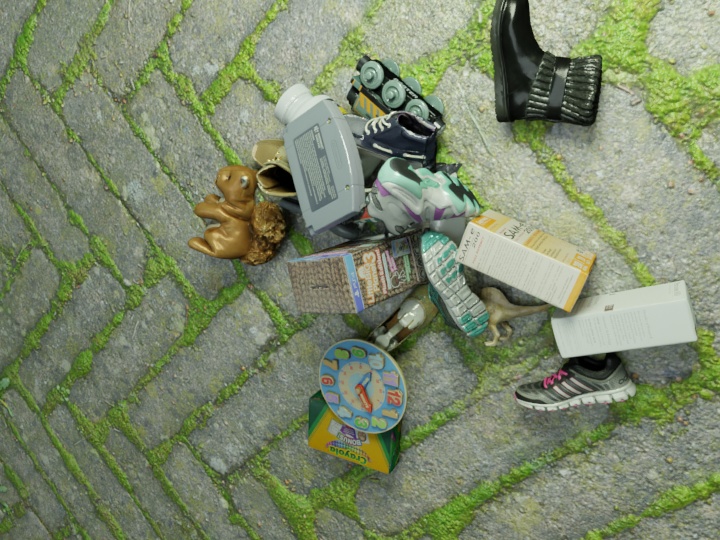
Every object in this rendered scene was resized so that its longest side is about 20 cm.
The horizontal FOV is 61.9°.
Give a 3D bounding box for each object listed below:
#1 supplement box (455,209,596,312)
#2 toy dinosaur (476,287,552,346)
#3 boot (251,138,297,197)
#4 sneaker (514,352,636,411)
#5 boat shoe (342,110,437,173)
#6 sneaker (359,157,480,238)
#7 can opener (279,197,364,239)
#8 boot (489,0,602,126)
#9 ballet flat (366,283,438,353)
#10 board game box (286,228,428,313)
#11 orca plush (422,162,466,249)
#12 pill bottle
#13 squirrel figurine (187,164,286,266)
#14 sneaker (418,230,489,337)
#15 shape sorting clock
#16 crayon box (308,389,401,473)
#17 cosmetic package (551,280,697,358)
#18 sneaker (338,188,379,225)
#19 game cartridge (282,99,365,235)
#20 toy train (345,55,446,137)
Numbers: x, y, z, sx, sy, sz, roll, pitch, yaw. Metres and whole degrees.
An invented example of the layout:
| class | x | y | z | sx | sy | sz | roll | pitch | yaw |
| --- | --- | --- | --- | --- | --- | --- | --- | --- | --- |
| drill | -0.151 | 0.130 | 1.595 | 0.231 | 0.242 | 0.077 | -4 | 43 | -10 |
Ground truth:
| class | x | y | z | sx | sy | sz | roll | pitch | yaw |
| --- | --- | --- | --- | --- | --- | --- | --- | --- | --- |
| supplement box | 0.273 | -0.022 | 0.987 | 0.199 | 0.126 | 0.074 | 26 | 115 | 18 |
| toy dinosaur | 0.244 | 0.080 | 1.070 | 0.199 | 0.058 | 0.102 | 8 | 107 | 26 |
| boot | -0.158 | -0.196 | 1.146 | 0.199 | 0.155 | 0.073 | 28 | 116 | 19 |
| sneaker | 0.359 | 0.184 | 1.032 | 0.199 | 0.074 | 0.088 | -13 | 98 | 25 |
| boat shoe | 0.040 | -0.233 | 0.988 | 0.199 | 0.075 | 0.093 | 26 | 149 | 15 |
| sneaker | 0.089 | -0.098 | 0.985 | 0.140 | 0.199 | 0.078 | -51 | 35 | 35 |
| can opener | -0.080 | -0.119 | 1.185 | 0.199 | 0.066 | 0.053 | 24 | 115 | 25 |
| boot | 0.288 | -0.326 | 0.917 | 0.157 | 0.079 | 0.212 | 7 | 118 | 33 |
| ballet flat | 0.079 | 0.104 | 1.159 | 0.071 | 0.071 | 0.200 | 49 | 120 | 7 |
| board game box | 0.000 | 0.000 | 1.072 | 0.159 | 0.199 | 0.097 | -4 | 103 | 48 |
| orca plush | 0.137 | -0.098 | 1.068 | 0.071 | 0.105 | 0.201 | 38 | 149 | 56 |
| pill bottle | -0.061 | -0.250 | 1.106 | 0.200 | 0.112 | 0.112 | 43 | 119 | 10 |
| squirrel figurine | -0.238 | -0.115 | 1.245 | 0.199 | 0.142 | 0.188 | 23 | 104 | 5 |
| sneaker | 0.143 | 0.027 | 1.045 | 0.091 | 0.077 | 0.201 | -2 | 116 | 62 |
| shape sorting clock | 0.001 | 0.230 | 1.185 | 0.199 | 0.039 | 0.201 | 8 | 108 | 24 |
| crayon box | -0.013 | 0.339 | 1.278 | 0.199 | 0.058 | 0.120 | 11 | 108 | 25 |
| cosmetic package | 0.417 | 0.078 | 0.954 | 0.199 | 0.102 | 0.074 | -15 | 98 | 29 |
| sneaker | 0.016 | -0.123 | 1.106 | 0.199 | 0.093 | 0.071 | -5 | 107 | -13 |
| game cartridge | -0.060 | -0.174 | 1.011 | 0.133 | 0.041 | 0.201 | -21 | 79 | 35 |
| toy train | 0.057 | -0.285 | 1.055 | 0.200 | 0.085 | 0.114 | 43 | 129 | 11 |
